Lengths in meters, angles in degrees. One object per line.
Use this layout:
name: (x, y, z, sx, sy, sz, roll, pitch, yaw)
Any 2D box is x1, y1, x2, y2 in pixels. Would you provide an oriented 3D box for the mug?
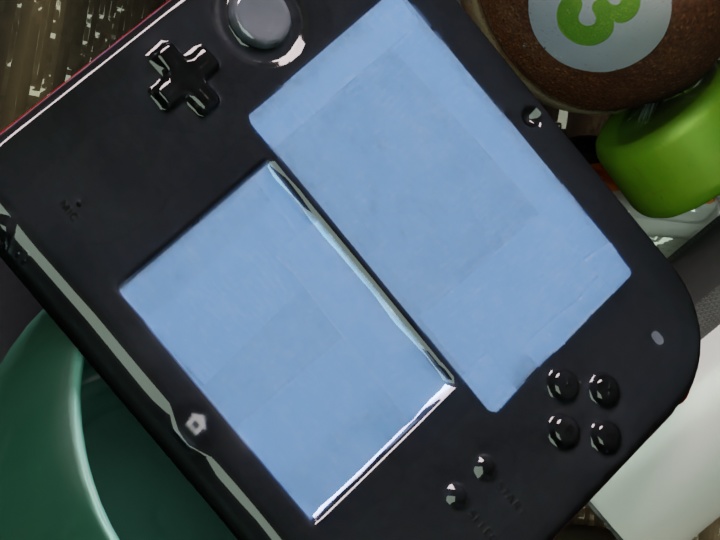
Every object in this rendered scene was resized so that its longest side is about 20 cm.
mug: (-0.042, 0.080, 0.854, 0.152, 0.114, 0.185, -7, 76, -33)

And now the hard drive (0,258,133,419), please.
hard drive: (-0.163, 0.069, 0.915, 0.200, 0.042, 0.135, -26, 92, -13)

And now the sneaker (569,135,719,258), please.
sneaker: (0.076, 0.004, 0.969, 0.200, 0.076, 0.092, -1, 113, -20)

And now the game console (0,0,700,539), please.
game console: (0.000, 0.000, 0.820, 0.200, 0.031, 0.177, 50, 55, -4)

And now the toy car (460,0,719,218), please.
toy car: (0.134, -0.128, 0.846, 0.158, 0.200, 0.164, -48, 110, -29)

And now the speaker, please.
speaker: (0.150, 0.009, 0.912, 0.200, 0.081, 0.081, -40, 95, 3)

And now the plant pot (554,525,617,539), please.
plant pot: (0.089, 0.189, 0.916, 0.200, 0.134, 0.200, 1, 86, -12)

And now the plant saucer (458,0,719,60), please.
plant saucer: (0.108, -0.163, 0.971, 0.201, 0.039, 0.201, -2, 94, -24)
